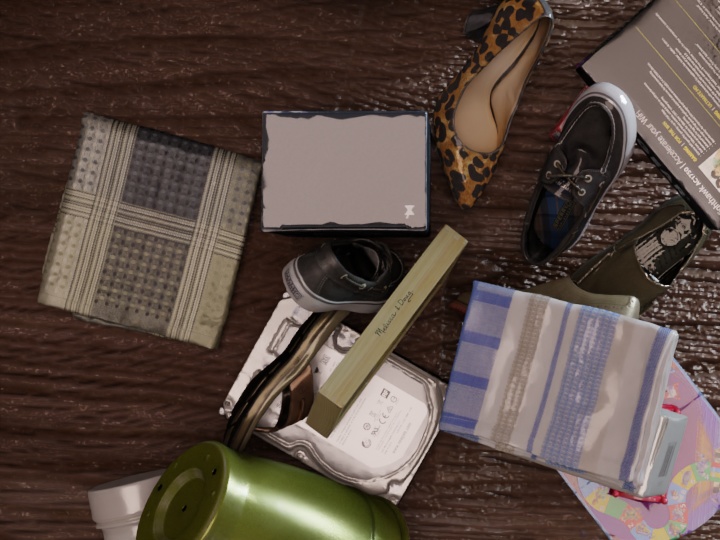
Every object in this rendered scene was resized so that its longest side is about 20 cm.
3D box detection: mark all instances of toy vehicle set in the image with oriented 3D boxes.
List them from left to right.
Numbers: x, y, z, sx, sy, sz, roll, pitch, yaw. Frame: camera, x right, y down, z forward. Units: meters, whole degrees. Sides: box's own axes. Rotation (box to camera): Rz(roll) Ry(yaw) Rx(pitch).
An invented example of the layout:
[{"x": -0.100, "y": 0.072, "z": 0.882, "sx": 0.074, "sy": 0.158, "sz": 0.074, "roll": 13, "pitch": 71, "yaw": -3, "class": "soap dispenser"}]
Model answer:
[{"x": 0.023, "y": 0.058, "z": 1.493, "sx": 0.026, "sy": 0.124, "sz": 0.200, "roll": 36, "pitch": 70, "yaw": 5, "class": "toy vehicle set"}]

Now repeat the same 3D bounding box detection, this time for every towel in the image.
[{"x": -0.207, "y": -0.036, "z": 1.592, "sx": 0.191, "sy": 0.035, "sz": 0.201, "roll": 15, "pitch": 89, "yaw": 0, "class": "towel"}, {"x": 0.174, "y": 0.100, "z": 1.436, "sx": 0.199, "sy": 0.024, "sz": 0.148, "roll": 15, "pitch": 89, "yaw": 23, "class": "towel"}]

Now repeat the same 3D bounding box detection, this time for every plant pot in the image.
[{"x": -0.092, "y": 0.253, "z": 1.458, "sx": 0.193, "sy": 0.200, "sz": 0.201, "roll": 35, "pitch": 92, "yaw": -29, "class": "plant pot"}]

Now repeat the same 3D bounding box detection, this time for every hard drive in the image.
[{"x": -0.020, "y": 0.127, "z": 1.573, "sx": 0.199, "sy": 0.038, "sz": 0.140, "roll": 30, "pitch": 91, "yaw": 4, "class": "hard drive"}]

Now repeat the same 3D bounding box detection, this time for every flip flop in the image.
[{"x": -0.063, "y": 0.107, "z": 1.526, "sx": 0.058, "sy": 0.081, "sz": 0.200, "roll": 40, "pitch": 86, "yaw": -11, "class": "flip flop"}]

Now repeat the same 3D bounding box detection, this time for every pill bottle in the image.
[{"x": -0.195, "y": 0.297, "z": 1.544, "sx": 0.114, "sy": 0.114, "sz": 0.201, "roll": -13, "pitch": 89, "yaw": 3, "class": "pill bottle"}]

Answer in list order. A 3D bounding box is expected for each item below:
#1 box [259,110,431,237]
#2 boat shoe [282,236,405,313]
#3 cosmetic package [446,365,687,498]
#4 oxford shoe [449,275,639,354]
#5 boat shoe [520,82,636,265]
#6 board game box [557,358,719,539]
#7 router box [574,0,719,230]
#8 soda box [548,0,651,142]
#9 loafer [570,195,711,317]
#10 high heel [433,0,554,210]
[{"x": -0.009, "y": -0.085, "z": 1.491, "sx": 0.147, "sy": 0.200, "sz": 0.108, "roll": 0, "pitch": 90, "yaw": 3, "class": "box"}, {"x": 0.000, "y": 0.000, "z": 1.490, "sx": 0.057, "sy": 0.200, "sz": 0.069, "roll": -36, "pitch": 79, "yaw": 24, "class": "boat shoe"}, {"x": 0.190, "y": 0.142, "z": 1.496, "sx": 0.199, "sy": 0.113, "sz": 0.082, "roll": 18, "pitch": 91, "yaw": 21, "class": "cosmetic package"}, {"x": 0.175, "y": 0.041, "z": 1.521, "sx": 0.199, "sy": 0.070, "sz": 0.075, "roll": 14, "pitch": 71, "yaw": 37, "class": "oxford shoe"}, {"x": 0.193, "y": -0.082, "z": 1.490, "sx": 0.070, "sy": 0.066, "sz": 0.201, "roll": 35, "pitch": 136, "yaw": 11, "class": "boat shoe"}, {"x": 0.268, "y": 0.168, "z": 1.552, "sx": 0.158, "sy": 0.039, "sz": 0.200, "roll": -37, "pitch": 87, "yaw": 3, "class": "board game box"}, {"x": 0.317, "y": -0.159, "z": 1.478, "sx": 0.149, "sy": 0.051, "sz": 0.200, "roll": -40, "pitch": 91, "yaw": 3, "class": "router box"}, {"x": 0.264, "y": -0.191, "z": 1.539, "sx": 0.063, "sy": 0.070, "sz": 0.200, "roll": 37, "pitch": 91, "yaw": 0, "class": "soda box"}, {"x": 0.256, "y": 0.003, "z": 1.539, "sx": 0.075, "sy": 0.070, "sz": 0.200, "roll": 43, "pitch": 92, "yaw": 3, "class": "loafer"}, {"x": 0.128, "y": -0.157, "z": 1.509, "sx": 0.071, "sy": 0.142, "sz": 0.201, "roll": 7, "pitch": 88, "yaw": -23, "class": "high heel"}]
